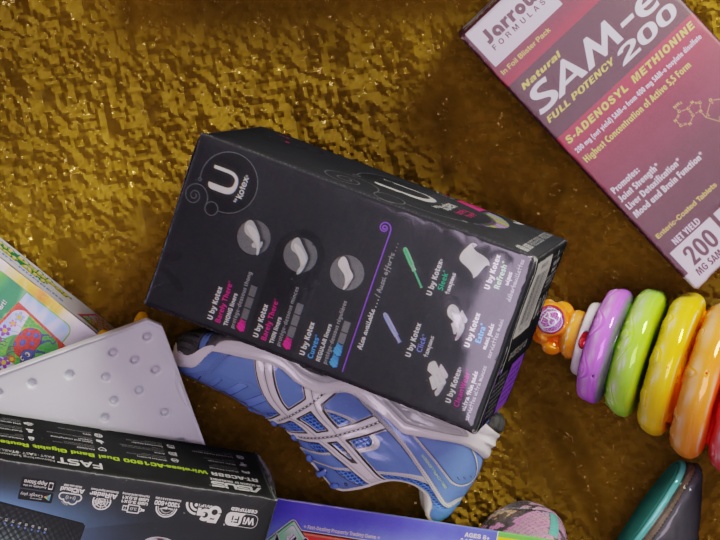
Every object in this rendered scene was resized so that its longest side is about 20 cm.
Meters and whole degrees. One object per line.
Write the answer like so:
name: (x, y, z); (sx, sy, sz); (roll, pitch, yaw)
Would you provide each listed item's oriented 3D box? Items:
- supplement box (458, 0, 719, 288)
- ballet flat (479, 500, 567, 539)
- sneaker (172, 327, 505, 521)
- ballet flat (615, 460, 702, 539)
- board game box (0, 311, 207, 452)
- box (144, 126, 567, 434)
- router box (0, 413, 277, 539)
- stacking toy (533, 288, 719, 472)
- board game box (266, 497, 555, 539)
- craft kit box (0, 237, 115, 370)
supplement box: (0.162, -0.100, 1.202); (0.109, 0.061, 0.200); (-44, 95, 7)
ballet flat: (0.055, 0.226, 1.249); (0.069, 0.071, 0.200); (36, 98, -5)
sneaker: (-0.019, 0.086, 1.226); (0.200, 0.076, 0.077); (20, 94, -1)
ballet flat: (0.156, 0.202, 1.245); (0.073, 0.073, 0.200); (37, 106, -4)
board game box: (-0.183, 0.142, 1.223); (0.200, 0.026, 0.200); (-20, 115, -6)
box: (0.000, 0.000, 1.172); (0.200, 0.122, 0.106); (21, 99, 10)
router box: (-0.163, 0.169, 1.190); (0.200, 0.062, 0.150); (10, 109, -18)
stacking toy: (0.165, 0.049, 1.217); (0.200, 0.110, 0.116); (18, 98, 13)
board game box: (0.028, 0.212, 1.211); (0.200, 0.029, 0.135); (5, 78, 23)
craft kit box: (-0.259, 0.073, 1.247); (0.197, 0.049, 0.200); (39, 98, -7)
